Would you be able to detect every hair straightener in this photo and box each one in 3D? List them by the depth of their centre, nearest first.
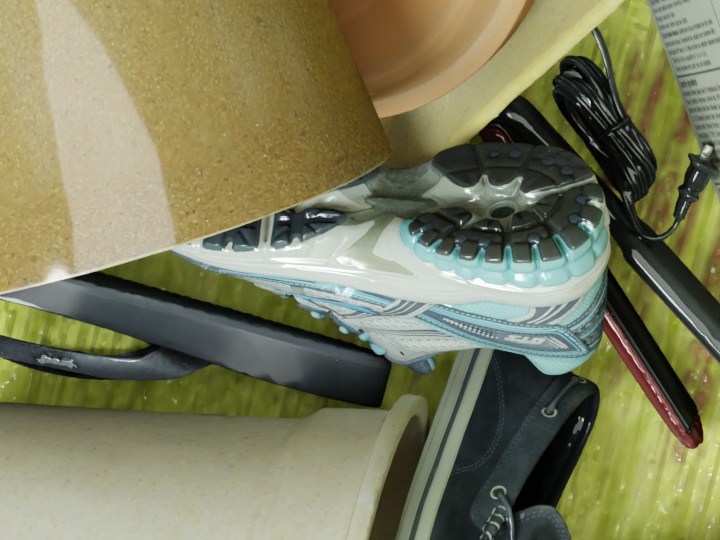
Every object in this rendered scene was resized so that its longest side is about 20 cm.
[{"bbox_3d":[0.104,-0.032,0.955,0.077,0.041,0.201,-34,87,19],"label":"hair straightener"}]

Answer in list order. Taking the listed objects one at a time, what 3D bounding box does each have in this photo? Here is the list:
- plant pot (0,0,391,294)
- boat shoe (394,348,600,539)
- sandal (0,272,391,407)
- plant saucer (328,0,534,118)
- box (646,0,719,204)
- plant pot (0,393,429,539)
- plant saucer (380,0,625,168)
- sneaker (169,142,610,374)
[{"bbox_3d":[-0.105,-0.109,0.808,0.185,0.186,0.201,-16,100,-2],"label":"plant pot"},{"bbox_3d":[0.046,0.107,0.901,0.062,0.075,0.201,13,49,9],"label":"boat shoe"},{"bbox_3d":[-0.088,0.028,0.933,0.199,0.076,0.043,16,92,-3],"label":"sandal"},{"bbox_3d":[-0.027,-0.143,0.871,0.199,0.032,0.201,15,125,22],"label":"plant saucer"},{"bbox_3d":[0.167,-0.120,0.912,0.108,0.128,0.201,-20,94,-3],"label":"box"},{"bbox_3d":[-0.084,0.127,0.894,0.182,0.200,0.202,11,92,8],"label":"plant pot"},{"bbox_3d":[0.000,-0.148,0.904,0.200,0.048,0.200,46,130,-4],"label":"plant saucer"},{"bbox_3d":[0.000,0.000,0.920,0.199,0.078,0.087,11,137,27],"label":"sneaker"}]
